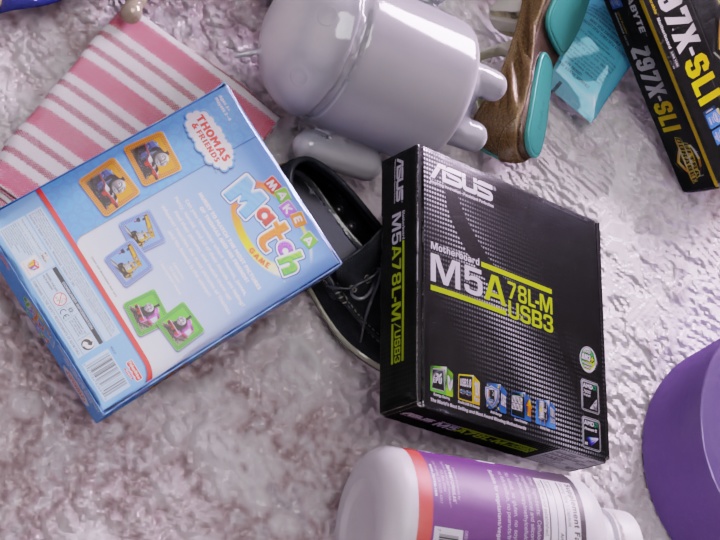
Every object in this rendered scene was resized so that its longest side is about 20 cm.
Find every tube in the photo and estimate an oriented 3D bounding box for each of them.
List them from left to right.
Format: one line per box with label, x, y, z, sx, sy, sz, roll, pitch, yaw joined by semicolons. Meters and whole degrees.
tube;0.217;-0.209;1.433;0.077;0.051;0.200;38;62;11

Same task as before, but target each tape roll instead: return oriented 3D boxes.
tape roll;0.320;0.141;1.312;0.198;0.085;0.202;10;65;-21

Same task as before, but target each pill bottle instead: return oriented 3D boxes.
pill bottle;0.088;0.188;1.172;0.198;0.112;0.114;12;65;-20

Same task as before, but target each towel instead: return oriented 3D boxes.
towel;-0.161;-0.083;1.221;0.146;0.030;0.201;37;57;-7

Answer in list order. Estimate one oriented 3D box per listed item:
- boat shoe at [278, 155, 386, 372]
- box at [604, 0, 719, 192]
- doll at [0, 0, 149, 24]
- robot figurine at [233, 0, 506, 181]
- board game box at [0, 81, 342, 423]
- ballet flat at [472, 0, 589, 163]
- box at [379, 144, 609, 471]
boat shoe;0.000;0.000;1.238;0.074;0.062;0.201;-39;90;-33
box;0.294;-0.188;1.424;0.159;0.049;0.202;-30;101;-29
doll;-0.201;-0.232;1.248;0.199;0.049;0.137;-30;73;-35
robot figurine;0.008;-0.151;1.265;0.198;0.113;0.171;21;89;-24
board game box;-0.133;-0.015;1.159;0.199;0.037;0.152;-32;86;-23
ballet flat;0.128;-0.175;1.366;0.072;0.068;0.202;8;67;26
box;0.099;0.031;1.247;0.199;0.047;0.196;20;63;-38
